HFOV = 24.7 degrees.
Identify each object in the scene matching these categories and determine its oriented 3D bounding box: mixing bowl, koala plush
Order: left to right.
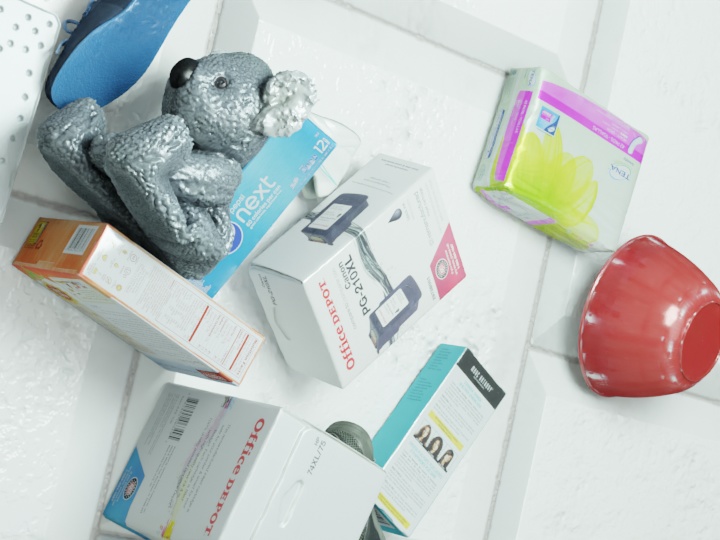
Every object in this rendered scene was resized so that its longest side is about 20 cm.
[{"bbox_3d":[-0.144,-0.116,1.466,0.200,0.177,0.184,-51,128,-20],"label":"koala plush"},{"bbox_3d":[0.356,0.067,1.918,0.200,0.108,0.201,-21,120,-42],"label":"mixing bowl"}]

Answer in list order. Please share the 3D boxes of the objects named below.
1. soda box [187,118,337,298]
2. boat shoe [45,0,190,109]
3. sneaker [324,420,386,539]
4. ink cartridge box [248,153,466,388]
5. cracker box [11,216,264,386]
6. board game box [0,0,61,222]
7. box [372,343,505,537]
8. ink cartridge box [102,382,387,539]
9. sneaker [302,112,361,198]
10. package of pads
[{"bbox_3d":[-0.116,-0.069,1.559,0.064,0.068,0.200,39,92,-32],"label":"soda box"},{"bbox_3d":[-0.216,-0.225,1.511,0.200,0.069,0.084,-47,131,-11],"label":"boat shoe"},{"bbox_3d":[-0.027,0.264,1.663,0.114,0.076,0.200,-35,125,-55],"label":"sneaker"},{"bbox_3d":[0.000,0.000,1.667,0.200,0.084,0.145,-41,130,-28],"label":"ink cartridge box"},{"bbox_3d":[-0.201,0.028,1.501,0.200,0.134,0.058,39,71,-33],"label":"cracker box"},{"bbox_3d":[-0.375,-0.161,1.421,0.200,0.026,0.201,21,81,-36],"label":"board game box"},{"bbox_3d":[0.069,0.181,1.772,0.082,0.049,0.200,50,65,-29],"label":"box"},{"bbox_3d":[-0.109,0.209,1.542,0.146,0.200,0.147,35,73,-34],"label":"ink cartridge box"},{"bbox_3d":[-0.085,-0.134,1.620,0.200,0.070,0.080,29,79,-36],"label":"sneaker"},{"bbox_3d":[0.229,-0.119,1.861,0.200,0.068,0.155,26,77,-35],"label":"package of pads"}]
